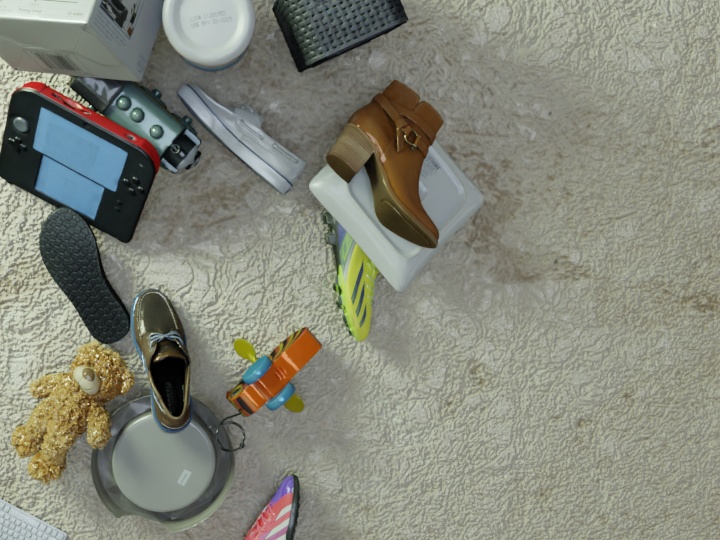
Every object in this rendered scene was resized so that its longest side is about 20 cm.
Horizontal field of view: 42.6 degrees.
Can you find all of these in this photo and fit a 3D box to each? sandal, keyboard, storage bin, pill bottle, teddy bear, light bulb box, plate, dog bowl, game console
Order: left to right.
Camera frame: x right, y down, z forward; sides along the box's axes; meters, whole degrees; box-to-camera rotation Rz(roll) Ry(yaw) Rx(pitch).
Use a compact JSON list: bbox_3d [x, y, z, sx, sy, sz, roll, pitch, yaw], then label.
[{"bbox_3d":[-0.515,0.349,1.302,0.199,0.011,0.057,32,93,-12],"label":"keyboard"},{"bbox_3d":[-0.397,0.191,1.247,0.199,0.067,0.146,-35,59,13],"label":"teddy bear"},{"bbox_3d":[-0.338,-0.349,1.096,0.196,0.125,0.203,10,73,20],"label":"light bulb box"},{"bbox_3d":[-0.364,-0.135,1.187,0.198,0.031,0.178,29,130,-7],"label":"game console"},{"bbox_3d":[-0.377,0.007,1.257,0.074,0.048,0.203,-20,114,-6],"label":"sandal"},{"bbox_3d":[-0.275,0.263,1.301,0.197,0.059,0.203,-1,99,-8],"label":"dog bowl"},{"bbox_3d":[-0.187,-0.306,1.154,0.107,0.200,0.111,-1,99,-8],"label":"pill bottle"},{"bbox_3d":[-0.030,-0.325,1.174,0.134,0.200,0.095,-25,101,-4],"label":"storage bin"},{"bbox_3d":[0.060,-0.109,1.277,0.200,0.032,0.200,-46,102,-19],"label":"plate"}]

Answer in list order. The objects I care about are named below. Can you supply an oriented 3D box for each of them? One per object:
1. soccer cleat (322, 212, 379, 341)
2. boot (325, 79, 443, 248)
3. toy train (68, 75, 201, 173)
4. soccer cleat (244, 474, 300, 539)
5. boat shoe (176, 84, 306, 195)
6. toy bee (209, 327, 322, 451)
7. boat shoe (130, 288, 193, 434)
[{"bbox_3d":[0.000,0.000,1.299,0.082,0.065,0.203,-10,100,-9],"label":"soccer cleat"},{"bbox_3d":[0.067,-0.142,1.228,0.200,0.073,0.155,46,67,-15],"label":"boot"},{"bbox_3d":[-0.290,-0.203,1.198,0.200,0.114,0.085,43,91,-12],"label":"toy train"},{"bbox_3d":[-0.137,0.389,1.339,0.072,0.068,0.203,15,99,-6],"label":"soccer cleat"},{"bbox_3d":[-0.158,-0.190,1.249,0.200,0.074,0.066,42,86,-22],"label":"boat shoe"},{"bbox_3d":[-0.148,0.157,1.294,0.198,0.108,0.133,-24,94,-30],"label":"toy bee"},{"bbox_3d":[-0.259,0.114,1.243,0.071,0.072,0.203,-12,76,-23],"label":"boat shoe"}]
